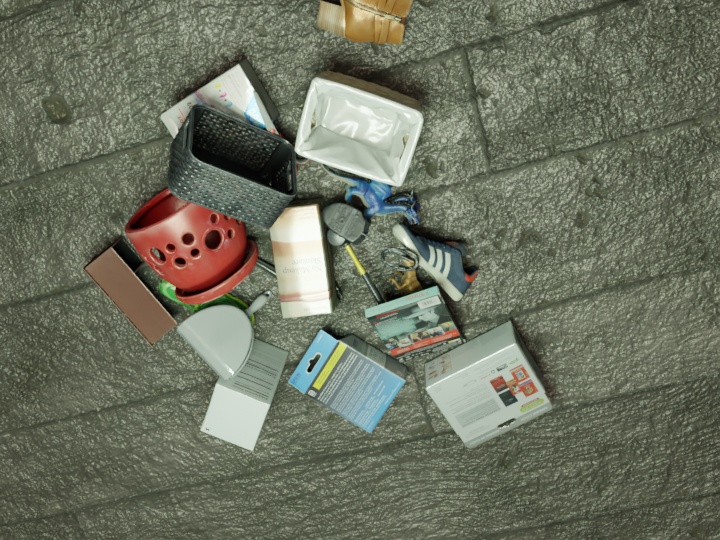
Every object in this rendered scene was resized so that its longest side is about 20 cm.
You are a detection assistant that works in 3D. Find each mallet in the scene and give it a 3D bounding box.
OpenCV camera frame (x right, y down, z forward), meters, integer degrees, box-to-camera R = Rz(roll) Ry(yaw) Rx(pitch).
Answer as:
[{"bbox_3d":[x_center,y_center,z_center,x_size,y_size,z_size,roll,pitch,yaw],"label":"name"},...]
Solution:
[{"bbox_3d":[0.000,0.000,1.460,0.041,0.066,0.202,-30,86,14],"label":"mallet"}]

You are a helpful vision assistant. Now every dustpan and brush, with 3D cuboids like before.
[{"bbox_3d":[-0.234,0.099,1.495,0.140,0.057,0.200,45,65,2],"label":"dustpan and brush"}]

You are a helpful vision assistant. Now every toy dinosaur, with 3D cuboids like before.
[{"bbox_3d":[0.103,0.060,1.508,0.104,0.061,0.203,-21,109,12],"label":"toy dinosaur"}]

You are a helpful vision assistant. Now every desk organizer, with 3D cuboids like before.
[{"bbox_3d":[-0.438,0.039,1.546,0.076,0.072,0.201,-34,105,15],"label":"desk organizer"}]

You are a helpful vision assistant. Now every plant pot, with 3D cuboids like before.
[{"bbox_3d":[-0.297,-0.054,1.430,0.197,0.202,0.185,-21,117,13],"label":"plant pot"}]

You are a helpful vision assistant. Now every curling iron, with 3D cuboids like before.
[{"bbox_3d":[-0.122,0.019,1.532,0.197,0.026,0.050,24,100,-2],"label":"curling iron"}]

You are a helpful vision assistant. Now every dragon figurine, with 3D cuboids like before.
[{"bbox_3d":[0.023,-0.150,1.430,0.099,0.059,0.200,-39,104,18],"label":"dragon figurine"}]

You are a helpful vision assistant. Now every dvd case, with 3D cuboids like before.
[{"bbox_3d":[0.106,0.106,1.488,0.143,0.022,0.201,-19,145,12],"label":"dvd case"}]

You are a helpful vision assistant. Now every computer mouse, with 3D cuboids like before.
[{"bbox_3d":[0.018,-0.058,1.409,0.198,0.034,0.059,34,91,6],"label":"computer mouse"}]

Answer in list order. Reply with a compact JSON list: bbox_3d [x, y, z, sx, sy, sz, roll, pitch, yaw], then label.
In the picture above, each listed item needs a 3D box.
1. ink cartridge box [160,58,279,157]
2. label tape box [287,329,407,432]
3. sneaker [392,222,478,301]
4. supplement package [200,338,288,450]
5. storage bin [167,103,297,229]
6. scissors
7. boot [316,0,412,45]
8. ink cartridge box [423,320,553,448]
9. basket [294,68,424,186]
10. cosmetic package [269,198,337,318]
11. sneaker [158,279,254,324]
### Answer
[{"bbox_3d":[-0.258,-0.270,1.404,0.197,0.068,0.116,-28,108,15],"label":"ink cartridge box"},{"bbox_3d":[-0.025,0.210,1.579,0.198,0.066,0.145,32,111,-5],"label":"label tape box"},{"bbox_3d":[0.142,-0.036,1.454,0.085,0.075,0.200,-45,119,3],"label":"sneaker"},{"bbox_3d":[-0.221,0.231,1.532,0.108,0.201,0.115,21,113,-4],"label":"supplement package"},{"bbox_3d":[-0.213,-0.172,1.329,0.197,0.137,0.094,20,134,-29],"label":"storage bin"},{"bbox_3d":[-0.155,-0.232,1.383,0.072,0.014,0.200,-28,141,16],"label":"scissors"},{"bbox_3d":[0.017,-0.475,1.295,0.151,0.074,0.203,13,125,2],"label":"boot"},{"bbox_3d":[0.250,0.226,1.544,0.198,0.084,0.177,-28,113,16],"label":"ink cartridge box"},{"bbox_3d":[0.001,-0.249,1.358,0.196,0.124,0.138,18,113,-1],"label":"basket"},{"bbox_3d":[-0.106,-0.024,1.462,0.101,0.087,0.204,-7,102,6],"label":"cosmetic package"},{"bbox_3d":[-0.299,0.065,1.535,0.197,0.084,0.075,27,112,-5],"label":"sneaker"}]
